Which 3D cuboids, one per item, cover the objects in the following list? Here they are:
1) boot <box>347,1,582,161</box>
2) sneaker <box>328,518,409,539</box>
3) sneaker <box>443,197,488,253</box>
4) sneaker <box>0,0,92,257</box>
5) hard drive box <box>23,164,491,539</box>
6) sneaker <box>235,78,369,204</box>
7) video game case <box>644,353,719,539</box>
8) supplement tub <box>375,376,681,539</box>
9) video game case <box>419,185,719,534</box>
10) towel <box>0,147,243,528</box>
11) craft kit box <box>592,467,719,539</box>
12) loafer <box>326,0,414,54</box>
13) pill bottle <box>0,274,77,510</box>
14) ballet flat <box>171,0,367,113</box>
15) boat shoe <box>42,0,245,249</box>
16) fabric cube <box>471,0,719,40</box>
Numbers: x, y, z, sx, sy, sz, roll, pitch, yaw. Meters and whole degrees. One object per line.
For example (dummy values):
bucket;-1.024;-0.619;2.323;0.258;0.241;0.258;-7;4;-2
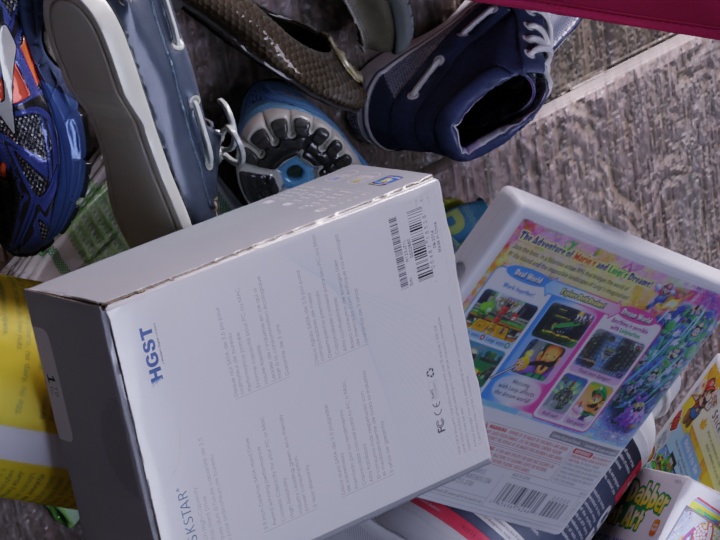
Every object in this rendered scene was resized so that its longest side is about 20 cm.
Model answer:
boot;0.091;-0.124;1.673;0.200;0.090;0.073;-39;127;-29
sneaker;-0.023;0.149;1.564;0.073;0.112;0.200;-44;125;-9
sneaker;0.000;0.000;1.524;0.200;0.080;0.131;18;123;-35
sneaker;-0.190;-0.101;1.429;0.078;0.075;0.201;-16;110;-26
hard drive box;-0.046;0.052;1.383;0.200;0.077;0.156;-21;108;-32
sneaker;-0.008;-0.034;1.602;0.078;0.090;0.200;-26;127;7
video game case;0.198;0.170;1.765;0.023;0.200;0.182;27;112;-16
supplement tub;0.090;0.113;1.715;0.200;0.140;0.140;-52;133;-18
video game case;0.094;0.054;1.545;0.200;0.024;0.182;19;112;-45
towel;-0.134;0.025;1.544;0.200;0.031;0.149;-54;133;-17
craft kit box;0.138;0.216;1.761;0.048;0.200;0.198;31;81;-16
loafer;-0.024;-0.194;1.564;0.069;0.075;0.200;-18;134;8
pill bottle;-0.159;0.062;1.428;0.199;0.111;0.112;12;95;-23
ballet flat;-0.061;-0.143;1.537;0.200;0.067;0.046;31;93;-40
boat shoe;-0.098;-0.066;1.420;0.062;0.075;0.200;-35;117;-29
fabric cube;0.140;-0.245;1.558;0.196;0.199;0.200;-34;132;-74
